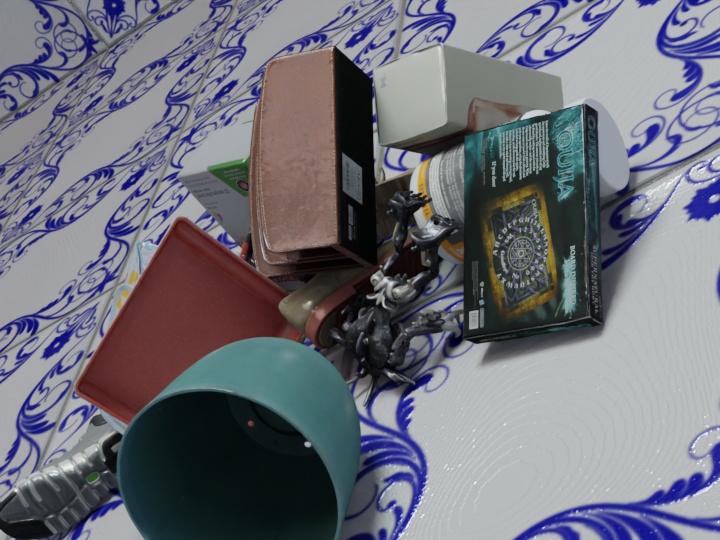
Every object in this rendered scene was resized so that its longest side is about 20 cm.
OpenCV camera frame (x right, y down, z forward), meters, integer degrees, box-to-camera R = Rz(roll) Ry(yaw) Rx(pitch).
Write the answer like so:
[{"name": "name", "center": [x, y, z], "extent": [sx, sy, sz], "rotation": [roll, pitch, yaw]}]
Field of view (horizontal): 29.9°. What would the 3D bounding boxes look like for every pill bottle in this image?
[{"name": "pill bottle", "center": [0.157, -0.090, 1.335], "extent": [0.199, 0.117, 0.117], "rotation": [-22, 29, 34]}]

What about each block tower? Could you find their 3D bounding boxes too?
[{"name": "block tower", "center": [0.035, -0.072, 1.466], "extent": [0.058, 0.054, 0.200], "rotation": [-18, 6, 35]}]

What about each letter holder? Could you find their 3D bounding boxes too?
[{"name": "letter holder", "center": [-0.068, -0.104, 1.353], "extent": [0.141, 0.100, 0.202], "rotation": [-6, 76, 21]}]

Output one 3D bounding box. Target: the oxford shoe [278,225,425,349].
[{"name": "oxford shoe", "center": [0.000, 0.000, 1.404], "extent": [0.075, 0.071, 0.200], "rotation": [32, 49, 31]}]

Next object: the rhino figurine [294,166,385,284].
[{"name": "rhino figurine", "center": [-0.019, -0.051, 1.489], "extent": [0.060, 0.088, 0.200], "rotation": [-12, 35, 46]}]

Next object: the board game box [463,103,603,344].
[{"name": "board game box", "center": [0.155, -0.041, 1.225], "extent": [0.135, 0.028, 0.202], "rotation": [-11, 69, 38]}]

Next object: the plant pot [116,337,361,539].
[{"name": "plant pot", "center": [-0.088, 0.152, 1.182], "extent": [0.200, 0.201, 0.161], "rotation": [-26, 14, 27]}]

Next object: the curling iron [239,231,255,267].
[{"name": "curling iron", "center": [-0.137, 0.048, 1.505], "extent": [0.049, 0.025, 0.201], "rotation": [24, 97, 45]}]

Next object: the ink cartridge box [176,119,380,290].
[{"name": "ink cartridge box", "center": [-0.092, -0.074, 1.563], "extent": [0.144, 0.200, 0.084], "rotation": [-6, 43, 51]}]

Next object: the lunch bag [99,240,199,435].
[{"name": "lunch bag", "center": [-0.219, 0.083, 1.483], "extent": [0.200, 0.126, 0.171], "rotation": [-112, 35, -63]}]

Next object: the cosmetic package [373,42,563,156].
[{"name": "cosmetic package", "center": [0.118, -0.169, 1.424], "extent": [0.103, 0.199, 0.088], "rotation": [-13, 76, 45]}]

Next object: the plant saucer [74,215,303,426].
[{"name": "plant saucer", "center": [-0.169, 0.077, 1.354], "extent": [0.037, 0.200, 0.200], "rotation": [15, 71, 52]}]

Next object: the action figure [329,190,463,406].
[{"name": "action figure", "center": [0.043, 0.032, 1.305], "extent": [0.119, 0.102, 0.201], "rotation": [36, 117, 39]}]

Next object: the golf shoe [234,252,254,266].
[{"name": "golf shoe", "center": [-0.137, 0.034, 1.568], "extent": [0.078, 0.095, 0.200], "rotation": [-40, 25, -5]}]

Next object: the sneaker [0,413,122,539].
[{"name": "sneaker", "center": [-0.322, 0.226, 1.537], "extent": [0.199, 0.075, 0.116], "rotation": [-30, 19, -4]}]
